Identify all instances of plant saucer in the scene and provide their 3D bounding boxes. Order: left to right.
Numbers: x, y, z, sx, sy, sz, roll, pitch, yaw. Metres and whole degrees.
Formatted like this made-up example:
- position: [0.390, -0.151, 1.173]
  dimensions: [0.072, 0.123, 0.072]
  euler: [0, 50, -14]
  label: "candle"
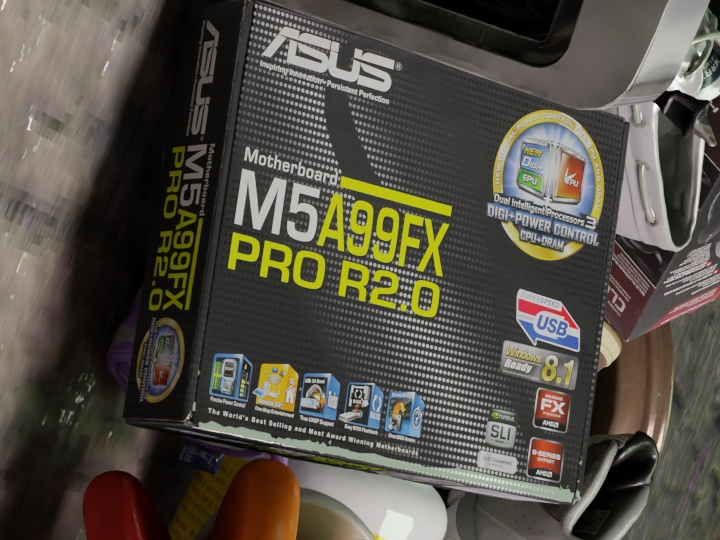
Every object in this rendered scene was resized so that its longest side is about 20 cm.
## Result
- position: [0.109, 0.057, 1.552]
  dimensions: [0.029, 0.200, 0.201]
  euler: [2, 115, -31]
  label: "plant saucer"

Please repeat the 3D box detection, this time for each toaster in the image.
- position: [0.062, -0.160, 1.016]
  dimensions: [0.119, 0.199, 0.182]
  euler: [-29, 138, -73]
  label: "toaster"

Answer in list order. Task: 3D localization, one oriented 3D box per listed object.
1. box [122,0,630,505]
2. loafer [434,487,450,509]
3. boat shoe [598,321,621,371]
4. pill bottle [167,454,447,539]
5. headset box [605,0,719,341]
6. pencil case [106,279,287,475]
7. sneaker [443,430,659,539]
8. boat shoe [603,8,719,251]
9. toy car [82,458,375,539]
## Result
- position: [0.011, -0.003, 1.059]
  dimensions: [0.199, 0.044, 0.161]
  euler: [15, 80, -37]
  label: "box"
- position: [0.002, 0.152, 1.474]
  dimensions: [0.200, 0.075, 0.070]
  euler: [-18, 134, -61]
  label: "loafer"
- position: [0.071, 0.028, 1.363]
  dimensions: [0.072, 0.072, 0.200]
  euler: [-48, 159, 3]
  label: "boat shoe"
- position: [-0.030, 0.126, 1.195]
  dimensions: [0.201, 0.111, 0.111]
  euler: [-63, 165, 3]
  label: "pill bottle"
- position: [0.187, -0.061, 1.346]
  dimensions: [0.148, 0.077, 0.200]
  euler: [-24, 155, -30]
  label: "headset box"
- position: [-0.027, -0.020, 1.104]
  dimensions: [0.201, 0.085, 0.084]
  euler: [-65, 159, -19]
  label: "pencil case"
- position: [0.107, 0.095, 1.472]
  dimensions: [0.075, 0.115, 0.201]
  euler: [52, 28, -38]
  label: "sneaker"
- position: [0.134, -0.097, 1.208]
  dimensions: [0.074, 0.067, 0.201]
  euler: [-43, 147, -35]
  label: "boat shoe"
- position: [-0.079, 0.154, 1.041]
  dimensions: [0.200, 0.150, 0.175]
  euler: [-43, -160, 10]
  label: "toy car"
